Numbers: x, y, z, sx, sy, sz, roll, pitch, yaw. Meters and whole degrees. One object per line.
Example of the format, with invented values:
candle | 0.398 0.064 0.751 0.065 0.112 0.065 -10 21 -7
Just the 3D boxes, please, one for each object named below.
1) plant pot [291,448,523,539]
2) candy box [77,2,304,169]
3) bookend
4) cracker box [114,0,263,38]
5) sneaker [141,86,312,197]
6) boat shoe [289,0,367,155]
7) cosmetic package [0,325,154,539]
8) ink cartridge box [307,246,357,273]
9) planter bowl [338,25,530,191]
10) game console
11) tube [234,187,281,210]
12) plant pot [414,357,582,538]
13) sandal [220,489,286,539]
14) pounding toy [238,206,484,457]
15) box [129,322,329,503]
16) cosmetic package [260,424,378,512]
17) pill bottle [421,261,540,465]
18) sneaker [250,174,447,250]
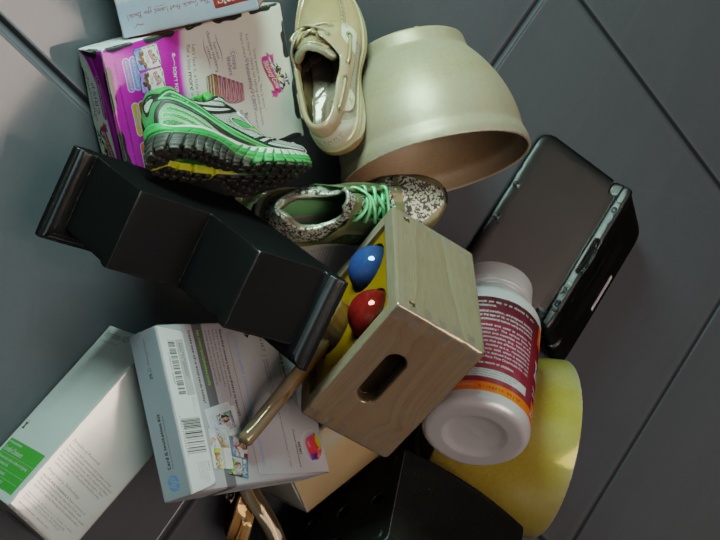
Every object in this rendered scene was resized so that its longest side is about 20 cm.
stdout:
plant pot | 0.031 0.307 1.582 0.178 0.198 0.201 51 31 -25
candy box | -0.161 -0.171 1.482 0.199 0.061 0.138 -20 110 -30
bookend | -0.151 -0.011 1.376 0.198 0.200 0.093 18 103 -45
cracker box | -0.176 -0.328 1.408 0.133 0.058 0.202 -10 107 6
sneaker | -0.121 -0.126 1.436 0.199 0.078 0.086 14 58 -49
boat shoe | -0.036 -0.214 1.511 0.065 0.071 0.202 41 40 -58
cosmetic package | -0.256 0.157 1.445 0.200 0.107 0.085 -51 119 -19
ink cartridge box | 0.000 0.000 1.573 0.198 0.050 0.110 22 100 -8
planter bowl | 0.064 -0.168 1.578 0.199 0.200 0.136 -4 75 -34
game console | 0.228 -0.024 1.809 0.201 0.116 0.176 -56 153 -13
tube | -0.045 -0.047 1.596 0.198 0.052 0.058 6 56 -31
plant pot | 0.142 0.182 1.698 0.141 0.200 0.202 14 90 -11
sandal | -0.122 0.246 1.577 0.054 0.080 0.201 -26 111 -12
pounding toy | -0.001 0.071 1.451 0.141 0.185 0.200 30 120 -20
box | -0.120 0.128 1.445 0.199 0.041 0.157 -1 74 -52
cosmetic package | -0.021 0.158 1.613 0.199 0.105 0.072 -35 115 -23
pill bottle | 0.130 0.092 1.596 0.113 0.112 0.201 44 40 -32
sneaker | -0.005 -0.057 1.491 0.198 0.089 0.078 -10 85 -13
